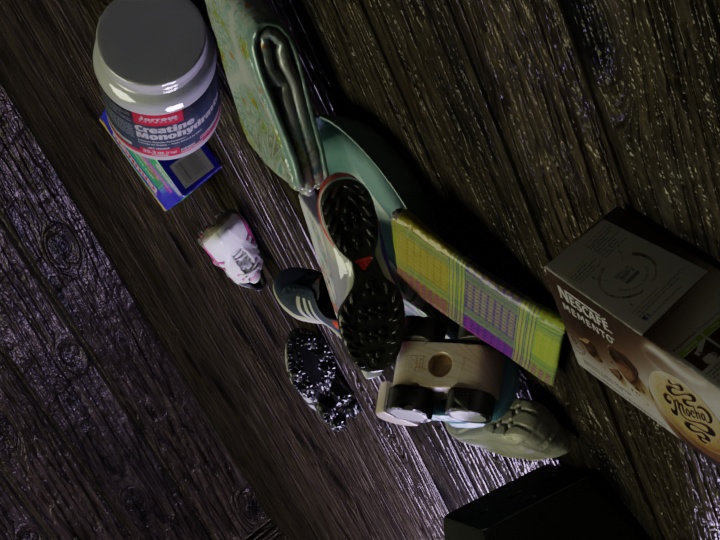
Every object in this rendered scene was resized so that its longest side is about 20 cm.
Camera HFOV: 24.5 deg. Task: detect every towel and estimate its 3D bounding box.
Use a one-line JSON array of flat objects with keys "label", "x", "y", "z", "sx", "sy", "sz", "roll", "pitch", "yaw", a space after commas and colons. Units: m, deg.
[{"label": "towel", "x": 0.056, "y": 0.038, "z": 1.758, "sx": 0.152, "sy": 0.023, "sz": 0.200, "roll": 40, "pitch": 174, "yaw": 43}, {"label": "towel", "x": -0.098, "y": -0.190, "z": 1.653, "sx": 0.171, "sy": 0.048, "sz": 0.201, "roll": 48, "pitch": 158, "yaw": 52}, {"label": "towel", "x": 0.107, "y": 0.023, "z": 1.549, "sx": 0.199, "sy": 0.023, "sz": 0.144, "roll": 35, "pitch": 161, "yaw": 17}]

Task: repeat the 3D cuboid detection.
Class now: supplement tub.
[{"label": "supplement tub", "x": -0.233, "y": -0.226, "z": 1.916, "sx": 0.141, "sy": 0.140, "sz": 0.200, "roll": 50, "pitch": 167, "yaw": 14}]

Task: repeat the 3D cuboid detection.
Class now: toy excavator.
[{"label": "toy excavator", "x": 0.082, "y": 0.125, "z": 1.718, "sx": 0.193, "sy": 0.101, "sz": 0.200, "roll": 1, "pitch": 159, "yaw": 24}]

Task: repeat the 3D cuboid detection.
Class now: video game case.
[{"label": "video game case", "x": -0.025, "y": 0.011, "z": 1.867, "sx": 0.200, "sy": 0.024, "sz": 0.183, "roll": -123, "pitch": 15, "yaw": -76}]

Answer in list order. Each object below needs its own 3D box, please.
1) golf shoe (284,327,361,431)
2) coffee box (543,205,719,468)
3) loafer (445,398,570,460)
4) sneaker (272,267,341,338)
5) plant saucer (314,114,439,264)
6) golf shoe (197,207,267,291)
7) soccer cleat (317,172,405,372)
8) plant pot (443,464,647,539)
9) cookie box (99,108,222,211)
[{"label": "golf shoe", "x": -0.076, "y": 0.153, "z": 2.463, "sx": 0.094, "sy": 0.078, "sz": 0.201, "roll": 38, "pitch": 158, "yaw": 49}, {"label": "coffee box", "x": 0.230, "y": 0.054, "z": 1.172, "sx": 0.200, "sy": 0.080, "sz": 0.113, "roll": 39, "pitch": 161, "yaw": 46}, {"label": "loafer", "x": 0.151, "y": 0.165, "z": 1.736, "sx": 0.070, "sy": 0.070, "sz": 0.200, "roll": 36, "pitch": 171, "yaw": -19}, {"label": "sneaker", "x": -0.046, "y": 0.025, "z": 2.061, "sx": 0.199, "sy": 0.075, "sz": 0.085, "roll": 26, "pitch": 153, "yaw": 43}, {"label": "plant saucer", "x": 0.020, "y": -0.080, "z": 1.649, "sx": 0.200, "sy": 0.036, "sz": 0.200, "roll": 49, "pitch": 165, "yaw": 17}, {"label": "golf shoe", "x": -0.172, "y": -0.028, "z": 2.366, "sx": 0.092, "sy": 0.073, "sz": 0.200, "roll": 43, "pitch": 174, "yaw": 14}, {"label": "soccer cleat", "x": 0.000, "y": 0.000, "z": 1.638, "sx": 0.073, "sy": 0.068, "sz": 0.201, "roll": -107, "pitch": 4, "yaw": -75}, {"label": "plant pot", "x": 0.197, "y": 0.313, "z": 1.736, "sx": 0.178, "sy": 0.199, "sz": 0.199, "roll": 68, "pitch": 166, "yaw": -4}, {"label": "cookie box", "x": -0.286, "y": -0.181, "z": 2.343, "sx": 0.172, "sy": 0.075, "sz": 0.200, "roll": 54, "pitch": 167, "yaw": -5}]
